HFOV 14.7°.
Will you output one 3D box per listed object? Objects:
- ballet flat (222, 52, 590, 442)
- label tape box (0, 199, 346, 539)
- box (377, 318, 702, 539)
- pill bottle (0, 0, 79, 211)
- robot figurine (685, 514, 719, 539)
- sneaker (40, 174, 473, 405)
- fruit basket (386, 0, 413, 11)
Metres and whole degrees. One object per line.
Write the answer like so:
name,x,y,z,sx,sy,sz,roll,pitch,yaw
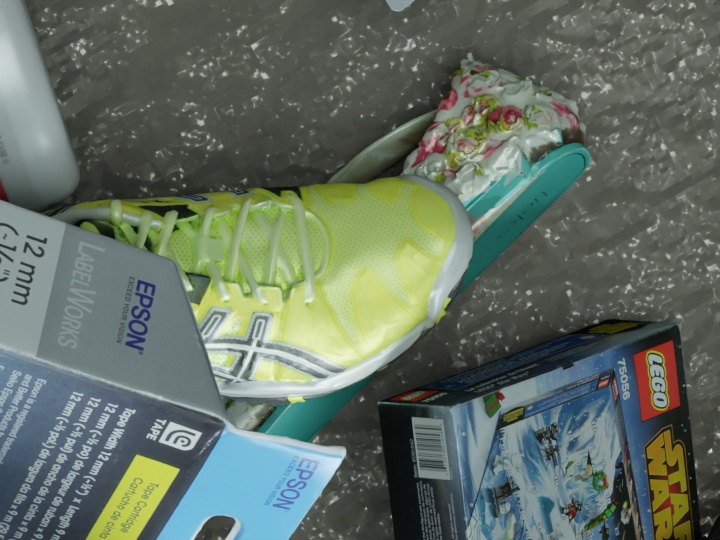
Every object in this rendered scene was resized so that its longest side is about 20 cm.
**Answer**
ballet flat,0.000,0.000,1.034,0.200,0.076,0.064,-44,71,-4
label tape box,-0.120,0.048,0.926,0.200,0.066,0.143,18,138,-14
box,0.075,0.129,1.031,0.137,0.040,0.200,-16,103,-46
pill bottle,-0.207,-0.049,0.966,0.200,0.112,0.112,-18,101,-4
robot figurine,0.138,0.175,1.028,0.200,0.058,0.145,-35,117,-41
sneaker,-0.059,0.007,0.966,0.200,0.076,0.075,-13,70,5
fruit basket,0.027,-0.223,0.964,0.185,0.094,0.200,-40,120,-15
